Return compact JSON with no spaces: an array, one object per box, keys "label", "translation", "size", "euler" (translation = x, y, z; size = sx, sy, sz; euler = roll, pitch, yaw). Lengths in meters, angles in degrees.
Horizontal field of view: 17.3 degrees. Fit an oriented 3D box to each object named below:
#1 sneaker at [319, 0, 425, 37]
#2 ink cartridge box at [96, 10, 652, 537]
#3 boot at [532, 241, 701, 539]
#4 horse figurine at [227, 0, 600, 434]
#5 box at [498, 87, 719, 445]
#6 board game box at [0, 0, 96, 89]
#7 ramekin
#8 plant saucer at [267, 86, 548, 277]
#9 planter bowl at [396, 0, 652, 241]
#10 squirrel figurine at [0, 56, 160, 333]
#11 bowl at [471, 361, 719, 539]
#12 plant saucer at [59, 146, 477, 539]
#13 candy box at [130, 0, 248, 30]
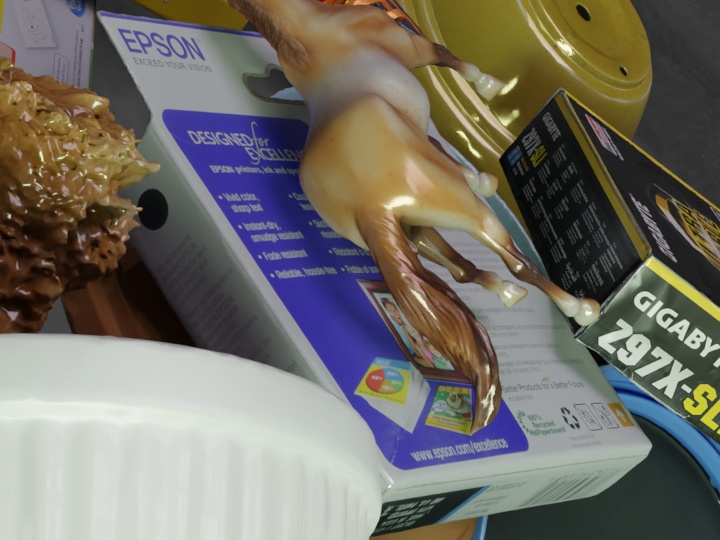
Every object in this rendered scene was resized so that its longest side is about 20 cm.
[{"label":"sneaker","translation":[-0.014,-0.128,1.050],"size":[0.112,0.078,0.200],"euler":[53,6,-4]},{"label":"ink cartridge box","translation":[0.000,0.000,0.858],"size":[0.198,0.043,0.200],"euler":[0,54,-58]},{"label":"boot","translation":[0.125,0.059,1.110],"size":[0.075,0.074,0.200],"euler":[34,42,-57]},{"label":"horse figurine","translation":[0.014,-0.040,0.831],"size":[0.132,0.050,0.200],"euler":[29,31,-35]},{"label":"box","translation":[0.144,0.016,0.985],"size":[0.160,0.049,0.200],"euler":[38,15,-18]},{"label":"board game box","translation":[-0.192,-0.094,0.885],"size":[0.200,0.040,0.153],"euler":[30,40,-30]},{"label":"ramekin","translation":[-0.092,0.103,0.657],"size":[0.200,0.200,0.105],"euler":[19,58,-40]},{"label":"plant saucer","translation":[0.013,0.012,1.026],"size":[0.201,0.039,0.201],"euler":[31,39,-29]},{"label":"planter bowl","translation":[0.089,-0.111,1.203],"size":[0.200,0.083,0.201],"euler":[32,39,-30]},{"label":"squirrel figurine","translation":[-0.164,-0.038,0.703],"size":[0.200,0.141,0.187],"euler":[25,61,-41]},{"label":"bowl","translation":[0.113,0.138,0.981],"size":[0.200,0.039,0.201],"euler":[9,75,-36]},{"label":"plant saucer","translation":[-0.024,0.028,0.874],"size":[0.200,0.037,0.200],"euler":[36,28,-22]},{"label":"candy box","translation":[-0.142,-0.155,0.962],"size":[0.200,0.026,0.102],"euler":[27,12,-40]}]
